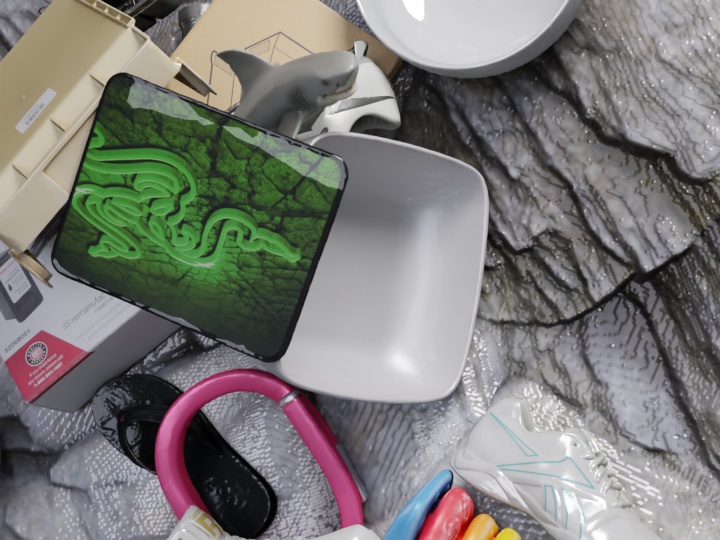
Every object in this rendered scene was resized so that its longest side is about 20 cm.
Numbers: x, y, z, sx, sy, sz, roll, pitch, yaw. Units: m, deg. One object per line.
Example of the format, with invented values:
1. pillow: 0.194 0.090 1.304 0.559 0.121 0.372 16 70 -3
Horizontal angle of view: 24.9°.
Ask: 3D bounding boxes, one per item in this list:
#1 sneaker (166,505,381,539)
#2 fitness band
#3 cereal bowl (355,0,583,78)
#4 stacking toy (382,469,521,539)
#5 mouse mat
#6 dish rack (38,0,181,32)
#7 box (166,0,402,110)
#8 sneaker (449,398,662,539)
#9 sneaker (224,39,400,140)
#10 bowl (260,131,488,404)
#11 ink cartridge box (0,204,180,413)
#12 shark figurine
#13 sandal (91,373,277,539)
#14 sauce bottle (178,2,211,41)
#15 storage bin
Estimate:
1. sneaker: -0.090 0.226 1.276 0.200 0.074 0.116 -32 93 12
2. fitness band: -0.080 0.177 1.323 0.144 0.037 0.200 -32 89 8
3. cereal bowl: 0.097 -0.247 1.320 0.200 0.083 0.200 -4 79 23
4. stacking toy: 0.115 0.242 1.227 0.200 0.110 0.116 22 106 14
5. mouse mat: -0.120 -0.039 1.188 0.200 0.008 0.161 22 101 14
6. dish rack: -0.240 -0.283 1.469 0.153 0.055 0.200 -29 62 23
7. box: -0.086 -0.143 1.367 0.163 0.021 0.200 34 80 8
8. sneaker: 0.163 0.165 1.228 0.200 0.070 0.080 32 91 25
9. sneaker: -0.058 -0.100 1.308 0.200 0.074 0.089 -31 80 -5
10. bowl: 0.000 0.000 1.271 0.075 0.200 0.200 4 85 52
11. ink cartridge box: -0.266 0.001 1.433 0.145 0.083 0.200 -39 68 12
12. shark figurine: -0.092 -0.117 1.235 0.214 0.128 0.090 -39 104 17
13. sandal: -0.154 0.151 1.379 0.200 0.048 0.075 35 96 23
14. sauce bottle: -0.129 -0.131 1.409 0.066 0.066 0.200 -9 76 22
15. storage bin: -0.238 -0.112 1.304 0.200 0.094 0.199 -50 34 -4
